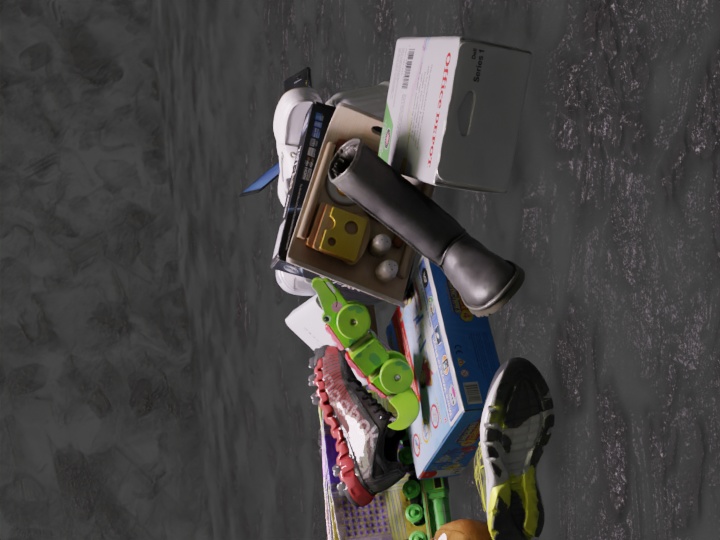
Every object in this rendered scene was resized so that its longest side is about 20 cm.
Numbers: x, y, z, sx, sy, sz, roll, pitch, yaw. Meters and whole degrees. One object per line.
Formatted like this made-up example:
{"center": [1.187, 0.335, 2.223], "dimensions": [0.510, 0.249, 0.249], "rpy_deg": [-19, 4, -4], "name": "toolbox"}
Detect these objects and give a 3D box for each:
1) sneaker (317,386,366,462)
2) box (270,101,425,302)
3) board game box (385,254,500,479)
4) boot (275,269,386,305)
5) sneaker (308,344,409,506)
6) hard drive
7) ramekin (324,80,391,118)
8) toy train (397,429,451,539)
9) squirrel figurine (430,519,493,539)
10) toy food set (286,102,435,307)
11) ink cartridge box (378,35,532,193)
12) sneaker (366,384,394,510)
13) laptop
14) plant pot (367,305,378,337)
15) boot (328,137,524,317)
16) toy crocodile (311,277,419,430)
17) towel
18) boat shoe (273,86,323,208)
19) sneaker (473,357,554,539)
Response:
{"center": [-0.003, 0.195, 1.771], "dimensions": [0.078, 0.090, 0.202], "rpy_deg": [-11, 73, 46], "name": "sneaker"}
{"center": [-0.006, -0.079, 1.494], "dimensions": [0.044, 0.159, 0.202], "rpy_deg": [137, 147, -70], "name": "box"}
{"center": [0.095, 0.108, 1.462], "dimensions": [0.196, 0.055, 0.202], "rpy_deg": [113, 150, -58], "name": "board game box"}
{"center": [0.000, 0.000, 1.573], "dimensions": [0.095, 0.199, 0.074], "rpy_deg": [-18, 76, 52], "name": "boot"}
{"center": [0.002, 0.176, 1.539], "dimensions": [0.071, 0.097, 0.202], "rpy_deg": [30, -141, -65], "name": "sneaker"}
{"center": [-0.024, 0.088, 1.594], "dimensions": [0.132, 0.027, 0.200], "rpy_deg": [44, 165, -3], "name": "hard drive"}
{"center": [0.006, -0.142, 1.651], "dimensions": [0.202, 0.093, 0.205], "rpy_deg": [176, 90, -74], "name": "ramekin"}
{"center": [0.081, 0.273, 1.536], "dimensions": [0.042, 0.056, 0.202], "rpy_deg": [55, -155, -66], "name": "toy train"}
{"center": [0.127, 0.362, 1.324], "dimensions": [0.200, 0.140, 0.188], "rpy_deg": [29, 112, 55], "name": "squirrel figurine"}
{"center": [0.011, -0.073, 1.441], "dimensions": [0.060, 0.142, 0.202], "rpy_deg": [137, 152, -70], "name": "toy food set"}
{"center": [0.093, -0.164, 1.327], "dimensions": [0.200, 0.083, 0.146], "rpy_deg": [-149, 68, -71], "name": "ink cartridge box"}
{"center": [0.037, 0.218, 1.635], "dimensions": [0.201, 0.069, 0.109], "rpy_deg": [-96, 13, -47], "name": "sneaker"}
{"center": [-0.146, -0.230, 2.150], "dimensions": [0.177, 0.102, 0.202], "rpy_deg": [-177, 84, -73], "name": "laptop"}
{"center": [-0.011, 0.037, 1.717], "dimensions": [0.200, 0.027, 0.202], "rpy_deg": [-12, -90, -82], "name": "plant pot"}
{"center": [0.064, -0.049, 1.305], "dimensions": [0.200, 0.073, 0.182], "rpy_deg": [46, 175, -20], "name": "boot"}
{"center": [0.005, 0.090, 1.441], "dimensions": [0.201, 0.062, 0.068], "rpy_deg": [52, -179, -8], "name": "toy crocodile"}
{"center": [0.023, 0.246, 1.585], "dimensions": [0.023, 0.142, 0.202], "rpy_deg": [100, 166, -73], "name": "towel"}
{"center": [-0.070, -0.141, 1.635], "dimensions": [0.201, 0.070, 0.070], "rpy_deg": [91, 165, -45], "name": "boat shoe"}
{"center": [0.142, 0.176, 1.277], "dimensions": [0.085, 0.074, 0.202], "rpy_deg": [-130, 40, -65], "name": "sneaker"}
